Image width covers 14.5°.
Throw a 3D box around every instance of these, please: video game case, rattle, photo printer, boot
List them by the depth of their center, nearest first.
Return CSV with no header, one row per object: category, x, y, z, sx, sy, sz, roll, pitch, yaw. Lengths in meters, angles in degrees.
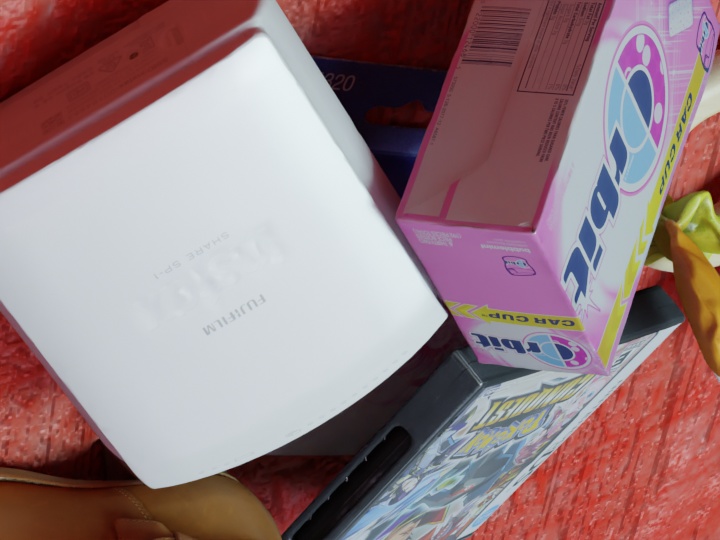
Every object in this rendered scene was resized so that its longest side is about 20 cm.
photo printer,-0.066,-0.006,1.185,0.166,0.070,0.200,-30,126,3
boot,-0.124,0.148,1.256,0.200,0.155,0.074,-25,131,-20
video game case,0.049,0.087,1.359,0.181,0.026,0.200,-48,162,30
rattle,0.223,-0.044,1.371,0.199,0.143,0.131,-13,115,-21

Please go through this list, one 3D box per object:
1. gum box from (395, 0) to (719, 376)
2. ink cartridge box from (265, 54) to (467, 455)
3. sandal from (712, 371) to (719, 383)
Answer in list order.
gum box,0.091,-0.071,1.221,0.114,0.066,0.200,57,46,-51
ink cartridge box,0.000,0.000,1.309,0.196,0.043,0.200,3,126,-39
sandal,0.245,-0.010,1.474,0.206,0.059,0.079,-34,112,-22
